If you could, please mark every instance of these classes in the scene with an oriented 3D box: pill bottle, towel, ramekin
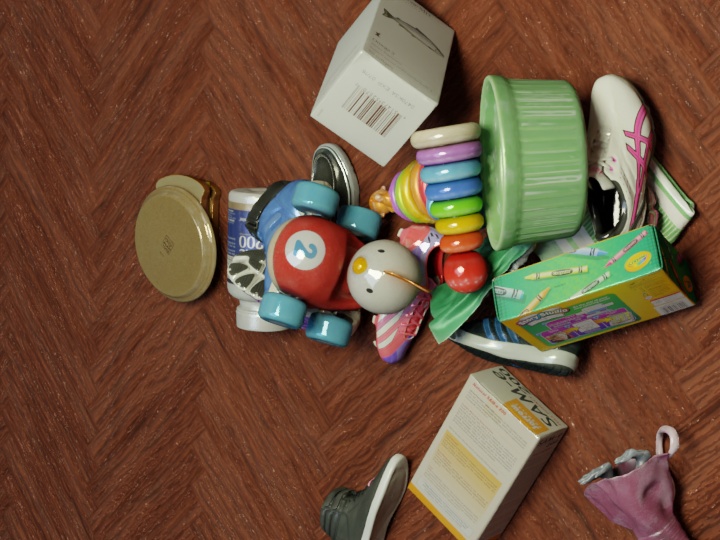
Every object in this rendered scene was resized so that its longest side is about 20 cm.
[{"bbox_3d":[-0.139,-0.017,1.789,0.111,0.111,0.202,9,102,40],"label":"pill bottle"},{"bbox_3d":[0.291,-0.056,1.463,0.200,0.023,0.153,-50,64,34],"label":"towel"},{"bbox_3d":[0.197,-0.125,1.406,0.097,0.200,0.202,-3,94,-1],"label":"ramekin"}]

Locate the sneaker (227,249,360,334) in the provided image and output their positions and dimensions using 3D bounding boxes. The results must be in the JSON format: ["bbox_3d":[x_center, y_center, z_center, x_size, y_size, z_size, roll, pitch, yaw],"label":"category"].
[{"bbox_3d":[-0.099,0.045,1.711,0.199,0.081,0.084,29,144,1],"label":"sneaker"}]

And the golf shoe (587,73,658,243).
[{"bbox_3d":[0.288,-0.124,1.381,0.072,0.092,0.202,-9,87,39],"label":"golf shoe"}]

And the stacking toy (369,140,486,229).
[{"bbox_3d":[0.078,-0.101,1.606,0.199,0.109,0.117,-13,71,52],"label":"stacking toy"}]

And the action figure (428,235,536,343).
[{"bbox_3d":[0.166,-0.002,1.523,0.200,0.055,0.118,-47,27,25],"label":"action figure"}]

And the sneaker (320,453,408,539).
[{"bbox_3d":[-0.001,0.324,1.736,0.099,0.071,0.201,35,121,28],"label":"sneaker"}]

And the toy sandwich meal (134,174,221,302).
[{"bbox_3d":[-0.281,-0.052,1.943,0.204,0.070,0.207,11,107,38],"label":"toy sandwich meal"}]

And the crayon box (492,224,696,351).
[{"bbox_3d":[0.265,0.024,1.396,0.199,0.119,0.059,-20,60,26],"label":"crayon box"}]

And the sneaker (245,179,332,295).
[{"bbox_3d":[-0.111,-0.030,1.667,0.111,0.077,0.201,8,79,38],"label":"sneaker"}]

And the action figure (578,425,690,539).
[{"bbox_3d":[0.350,0.304,1.431,0.149,0.134,0.200,-35,82,-6],"label":"action figure"}]

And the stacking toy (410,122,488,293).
[{"bbox_3d":[0.116,-0.072,1.463,0.085,0.085,0.201,-5,97,41],"label":"stacking toy"}]

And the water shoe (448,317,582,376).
[{"bbox_3d":[0.198,0.079,1.548,0.199,0.071,0.079,12,76,41],"label":"water shoe"}]

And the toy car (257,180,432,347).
[{"bbox_3d":[0.000,0.000,1.558,0.199,0.176,0.186,7,77,43],"label":"toy car"}]

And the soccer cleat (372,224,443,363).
[{"bbox_3d":[0.071,0.037,1.645,0.076,0.067,0.201,22,107,33],"label":"soccer cleat"}]

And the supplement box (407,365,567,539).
[{"bbox_3d":[0.162,0.242,1.581,0.126,0.073,0.201,43,122,29],"label":"supplement box"}]

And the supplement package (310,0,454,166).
[{"bbox_3d":[0.031,-0.249,1.535,0.117,0.201,0.117,33,126,-14],"label":"supplement package"}]

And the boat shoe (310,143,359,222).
[{"bbox_3d":[-0.046,-0.079,1.726,0.072,0.071,0.202,-4,93,41],"label":"boat shoe"}]
